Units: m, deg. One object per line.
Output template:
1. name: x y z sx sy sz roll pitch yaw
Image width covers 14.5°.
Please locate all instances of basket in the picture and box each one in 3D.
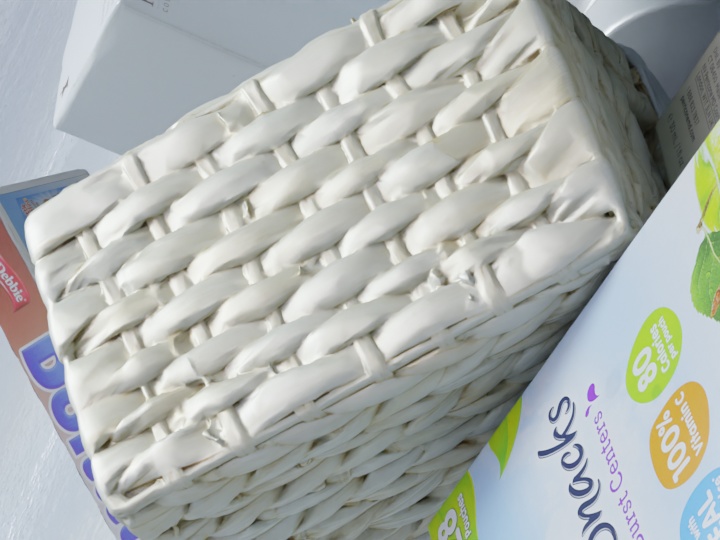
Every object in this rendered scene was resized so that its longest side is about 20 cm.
1. basket: 0.010 0.007 0.886 0.200 0.123 0.136 -29 56 12

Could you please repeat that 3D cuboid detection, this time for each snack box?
1. snack box: 0.106 0.063 0.745 0.200 0.068 0.169 -58 27 28
2. snack box: -0.071 0.060 0.973 0.024 0.200 0.072 -31 -4 24

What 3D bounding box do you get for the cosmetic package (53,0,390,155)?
1. cosmetic package: -0.031 -0.086 1.282 0.081 0.200 0.113 -54 22 35

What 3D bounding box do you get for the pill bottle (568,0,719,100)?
1. pill bottle: 0.119 -0.129 1.044 0.111 0.111 0.200 -52 23 39

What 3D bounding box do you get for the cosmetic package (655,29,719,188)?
1. cosmetic package: 0.182 -0.080 0.816 0.200 0.103 0.073 -58 21 30
